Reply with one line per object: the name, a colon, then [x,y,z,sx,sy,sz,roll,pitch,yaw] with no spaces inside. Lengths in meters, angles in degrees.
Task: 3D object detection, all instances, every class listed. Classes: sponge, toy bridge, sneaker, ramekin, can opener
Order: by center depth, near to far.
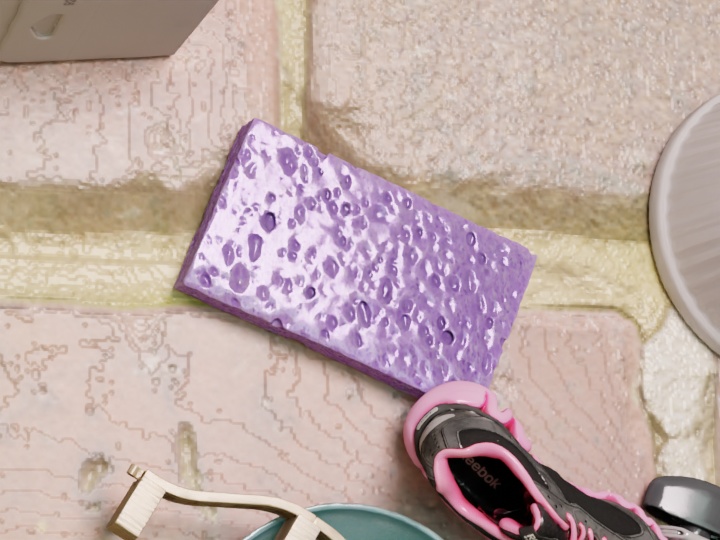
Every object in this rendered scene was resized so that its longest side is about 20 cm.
toy bridge: [-0.046,0.164,1.045,0.199,0.027,0.067,35,68,-9]
sneaker: [0.108,0.150,1.091,0.200,0.095,0.079,37,98,-8]
sponge: [0.000,0.000,1.131,0.199,0.030,0.112,25,73,-13]
can opener: [0.265,0.190,1.169,0.199,0.053,0.067,28,71,-12]
ramekin: [0.293,-0.034,1.201,0.201,0.094,0.204,4,78,-17]

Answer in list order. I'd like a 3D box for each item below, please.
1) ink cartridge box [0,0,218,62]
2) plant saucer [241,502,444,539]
ink cartridge box: [-0.165,-0.233,1.059,0.144,0.147,0.202,-3,80,-19]
plant saucer: [-0.013,0.235,1.076,0.199,0.036,0.202,4,77,-18]
